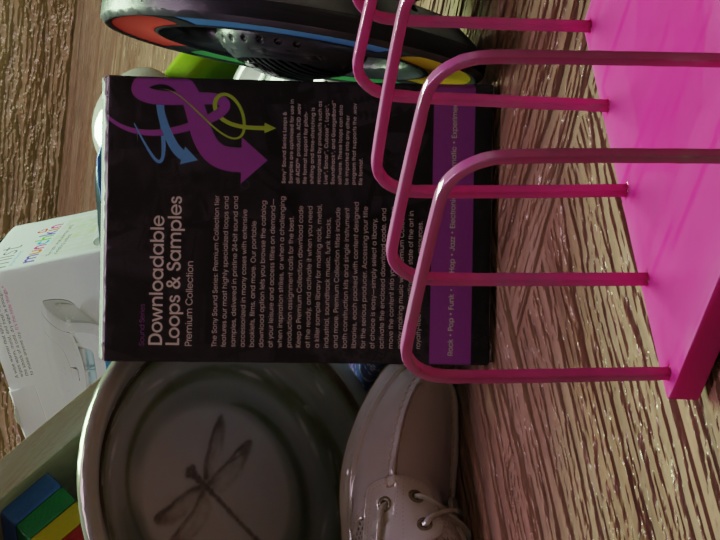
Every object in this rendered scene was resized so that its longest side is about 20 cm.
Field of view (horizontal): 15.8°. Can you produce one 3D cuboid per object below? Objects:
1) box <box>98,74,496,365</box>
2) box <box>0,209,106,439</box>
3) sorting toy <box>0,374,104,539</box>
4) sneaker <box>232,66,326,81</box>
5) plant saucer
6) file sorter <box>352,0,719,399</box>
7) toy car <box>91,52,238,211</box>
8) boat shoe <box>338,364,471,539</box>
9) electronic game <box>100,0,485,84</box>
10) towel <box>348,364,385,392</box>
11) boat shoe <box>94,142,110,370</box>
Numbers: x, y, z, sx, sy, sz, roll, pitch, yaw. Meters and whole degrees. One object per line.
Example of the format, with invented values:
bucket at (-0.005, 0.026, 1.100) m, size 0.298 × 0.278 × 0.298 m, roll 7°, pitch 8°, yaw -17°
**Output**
box at (-0.033, -0.025, 1.306) m, size 0.036 × 0.199 × 0.143 m, roll -173°, pitch 85°, yaw -79°
box at (-0.133, 0.062, 1.686) m, size 0.097 × 0.176 × 0.200 m, roll -63°, pitch -42°, yaw -65°
sorting toy at (-0.139, 0.143, 1.479) m, size 0.070 × 0.200 × 0.199 m, roll 41°, pitch 155°, yaw 19°
sneaker at (-0.001, -0.131, 1.558) m, size 0.115 × 0.076 × 0.201 m, roll 56°, pitch 139°, yaw 26°
plant saucer at (-0.072, 0.118, 1.358) m, size 0.050 × 0.200 × 0.201 m, roll -17°, pitch 70°, yaw 51°
file sorter at (0.069, -0.072, 0.983) m, size 0.139 × 0.125 × 0.200 m, roll 104°, pitch 163°, yaw -50°
toy car at (-0.083, -0.055, 1.754) m, size 0.150 × 0.175 × 0.201 m, roll 22°, pitch 115°, yaw 41°
boat shoe at (0.029, 0.145, 1.348) m, size 0.069 × 0.071 × 0.201 m, roll -1°, pitch 76°, yaw 46°
electronic game at (-0.034, -0.118, 1.326) m, size 0.200 × 0.199 × 0.042 m, roll 180°, pitch 98°, yaw -79°
towel at (0.000, 0.000, 1.445) m, size 0.200 × 0.024 × 0.145 m, roll 118°, pitch 149°, yaw -69°
boat shoe at (-0.118, 0.001, 1.575) m, size 0.069 × 0.084 × 0.201 m, roll -88°, pitch 0°, yaw -73°
